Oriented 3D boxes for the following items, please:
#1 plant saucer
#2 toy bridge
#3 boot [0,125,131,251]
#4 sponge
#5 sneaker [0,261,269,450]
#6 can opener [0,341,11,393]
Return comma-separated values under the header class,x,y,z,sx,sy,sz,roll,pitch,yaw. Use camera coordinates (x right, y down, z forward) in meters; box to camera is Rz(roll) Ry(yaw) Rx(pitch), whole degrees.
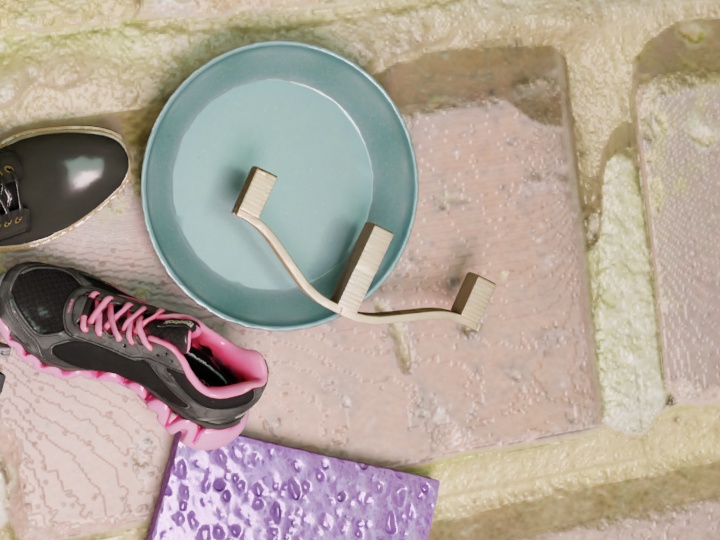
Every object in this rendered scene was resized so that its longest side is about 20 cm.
class,x,y,z,sx,sy,sz,roll,pitch,yaw
plant saucer,-0.058,-0.059,1.314,0.198,0.036,0.202,-1,95,-17
toy bridge,0.000,0.000,1.303,0.199,0.027,0.068,26,89,-17
boot,-0.234,-0.041,1.208,0.199,0.138,0.078,-21,100,-15
sponge,-0.049,0.182,1.336,0.199,0.030,0.112,15,88,-16
sneaker,-0.147,0.044,1.253,0.199,0.095,0.079,28,58,-17
can opener,-0.325,0.040,1.230,0.199,0.053,0.067,18,89,-17
